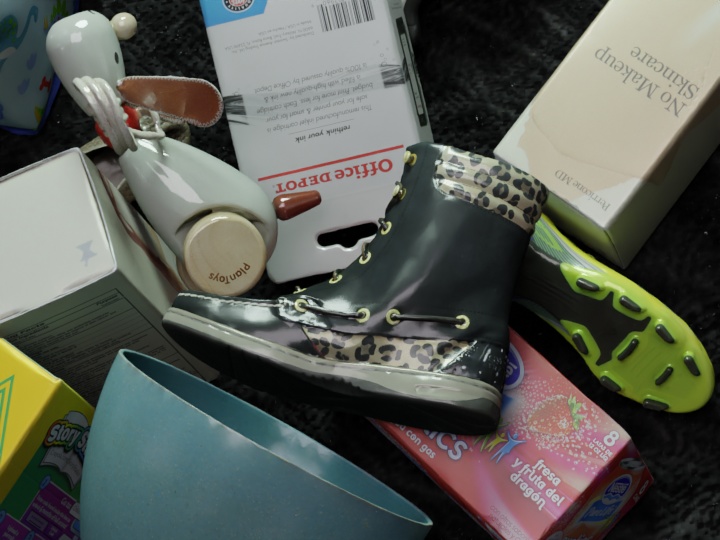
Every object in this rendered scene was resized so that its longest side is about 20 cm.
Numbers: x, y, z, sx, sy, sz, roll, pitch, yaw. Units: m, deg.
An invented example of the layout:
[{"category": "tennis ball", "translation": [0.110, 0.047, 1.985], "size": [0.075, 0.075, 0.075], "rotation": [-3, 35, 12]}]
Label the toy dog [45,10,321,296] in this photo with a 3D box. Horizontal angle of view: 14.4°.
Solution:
[{"category": "toy dog", "translation": [-0.096, -0.073, 1.696], "size": [0.096, 0.201, 0.132], "rotation": [-33, 27, -8]}]

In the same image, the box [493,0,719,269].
[{"category": "box", "translation": [0.179, -0.112, 1.734], "size": [0.095, 0.078, 0.200], "rotation": [34, 82, 21]}]

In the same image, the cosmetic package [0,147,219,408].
[{"category": "cosmetic package", "translation": [-0.168, 0.016, 1.710], "size": [0.103, 0.200, 0.088], "rotation": [-22, 67, 5]}]

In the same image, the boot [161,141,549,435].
[{"category": "boot", "translation": [0.001, 0.001, 1.637], "size": [0.202, 0.074, 0.155], "rotation": [14, 73, 14]}]

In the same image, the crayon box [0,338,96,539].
[{"category": "crayon box", "translation": [-0.210, 0.150, 1.675], "size": [0.058, 0.200, 0.173], "rotation": [30, 80, 21]}]

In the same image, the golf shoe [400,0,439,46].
[{"category": "golf shoe", "translation": [0.085, -0.224, 1.804], "size": [0.200, 0.073, 0.092], "rotation": [-37, 75, 10]}]

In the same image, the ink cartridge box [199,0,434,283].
[{"category": "ink cartridge box", "translation": [-0.022, -0.103, 1.765], "size": [0.115, 0.068, 0.201], "rotation": [-12, 94, 10]}]

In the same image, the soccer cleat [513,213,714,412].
[{"category": "soccer cleat", "translation": [0.133, 0.010, 1.712], "size": [0.200, 0.084, 0.065], "rotation": [34, 117, 7]}]

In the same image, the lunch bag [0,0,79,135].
[{"category": "lunch bag", "translation": [-0.246, -0.210, 1.824], "size": [0.127, 0.170, 0.201], "rotation": [8, 72, 17]}]

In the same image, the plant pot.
[{"category": "plant pot", "translation": [-0.078, 0.151, 1.590], "size": [0.199, 0.200, 0.135], "rotation": [29, 91, 21]}]

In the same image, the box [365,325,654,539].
[{"category": "box", "translation": [0.067, 0.081, 1.684], "size": [0.096, 0.100, 0.200], "rotation": [-46, 67, -4]}]

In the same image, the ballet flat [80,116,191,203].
[{"category": "ballet flat", "translation": [-0.191, -0.038, 1.806], "size": [0.199, 0.046, 0.068], "rotation": [-34, 74, -8]}]
